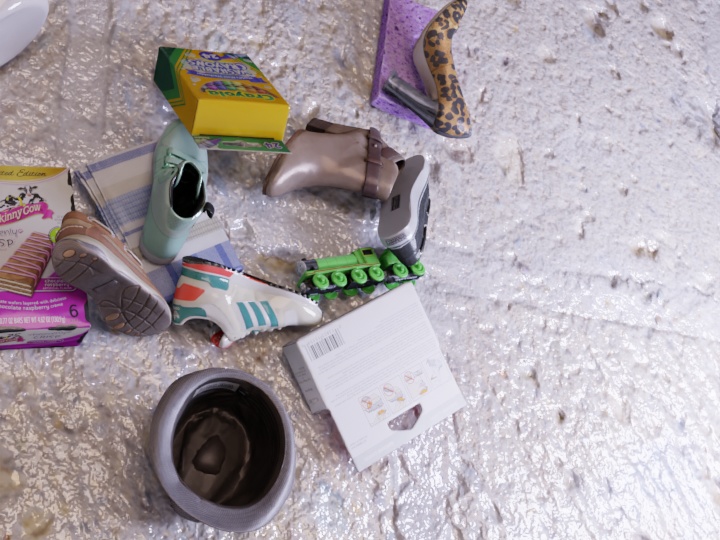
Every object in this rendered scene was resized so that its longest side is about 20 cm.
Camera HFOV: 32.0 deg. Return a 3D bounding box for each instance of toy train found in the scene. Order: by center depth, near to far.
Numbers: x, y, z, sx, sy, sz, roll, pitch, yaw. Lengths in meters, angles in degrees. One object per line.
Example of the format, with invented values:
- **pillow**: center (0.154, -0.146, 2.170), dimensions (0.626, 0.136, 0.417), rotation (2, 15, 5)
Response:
- **toy train**: center (0.000, 0.000, 1.616), dimensions (0.198, 0.042, 0.057), rotation (-7, 59, -37)

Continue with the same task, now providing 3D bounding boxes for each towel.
- **towel**: center (-0.245, -0.061, 1.531), dimensions (0.146, 0.024, 0.202), rotation (-25, 81, -38)

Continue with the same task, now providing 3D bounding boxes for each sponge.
- **sponge**: center (0.077, -0.307, 1.829), dimensions (0.110, 0.030, 0.203), rotation (19, 58, -19)

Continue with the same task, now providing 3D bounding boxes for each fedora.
- **fedora**: center (-0.163, 0.209, 1.394), dimensions (0.175, 0.090, 0.202), rotation (26, 50, -17)

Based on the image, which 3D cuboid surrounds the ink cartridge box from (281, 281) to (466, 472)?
- **ink cartridge box**: center (0.021, 0.132, 1.565), dimensions (0.198, 0.043, 0.176), rotation (-26, 91, -35)

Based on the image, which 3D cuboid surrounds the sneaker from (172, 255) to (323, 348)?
- **sneaker**: center (-0.140, 0.052, 1.514), dimensions (0.198, 0.070, 0.095), rotation (21, 87, -33)

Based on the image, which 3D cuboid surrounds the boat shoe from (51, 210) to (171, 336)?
- **boat shoe**: center (-0.272, 0.003, 1.402), dimensions (0.075, 0.201, 0.073), rotation (-19, 52, 11)

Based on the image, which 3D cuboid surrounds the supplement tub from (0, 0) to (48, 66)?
- **supplement tub**: center (-0.479, -0.346, 1.472), dimensions (0.201, 0.145, 0.145), rotation (49, 53, 2)

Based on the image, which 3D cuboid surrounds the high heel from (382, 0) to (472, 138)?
- **high heel**: center (0.137, -0.286, 1.782), dimensions (0.142, 0.071, 0.201), rotation (36, 70, -1)

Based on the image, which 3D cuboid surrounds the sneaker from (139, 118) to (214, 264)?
- **sneaker**: center (-0.204, -0.117, 1.495), dimensions (0.073, 0.118, 0.203), rotation (19, 56, -21)

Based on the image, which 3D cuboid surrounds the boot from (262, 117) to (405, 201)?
- **boot**: center (-0.026, -0.130, 1.639), dimensions (0.144, 0.071, 0.201), rotation (26, 44, 6)

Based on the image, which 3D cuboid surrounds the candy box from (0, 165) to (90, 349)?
- **candy box**: center (-0.385, -0.016, 1.407), dimensions (0.134, 0.061, 0.203), rotation (-1, 66, -29)

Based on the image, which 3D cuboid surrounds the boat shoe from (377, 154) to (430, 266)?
- **boat shoe**: center (0.062, -0.081, 1.673), dimensions (0.057, 0.068, 0.201), rotation (57, 27, -28)

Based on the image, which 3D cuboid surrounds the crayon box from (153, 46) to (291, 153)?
- **crayon box**: center (-0.170, -0.216, 1.569), dimensions (0.124, 0.052, 0.200), rotation (0, 32, -28)
